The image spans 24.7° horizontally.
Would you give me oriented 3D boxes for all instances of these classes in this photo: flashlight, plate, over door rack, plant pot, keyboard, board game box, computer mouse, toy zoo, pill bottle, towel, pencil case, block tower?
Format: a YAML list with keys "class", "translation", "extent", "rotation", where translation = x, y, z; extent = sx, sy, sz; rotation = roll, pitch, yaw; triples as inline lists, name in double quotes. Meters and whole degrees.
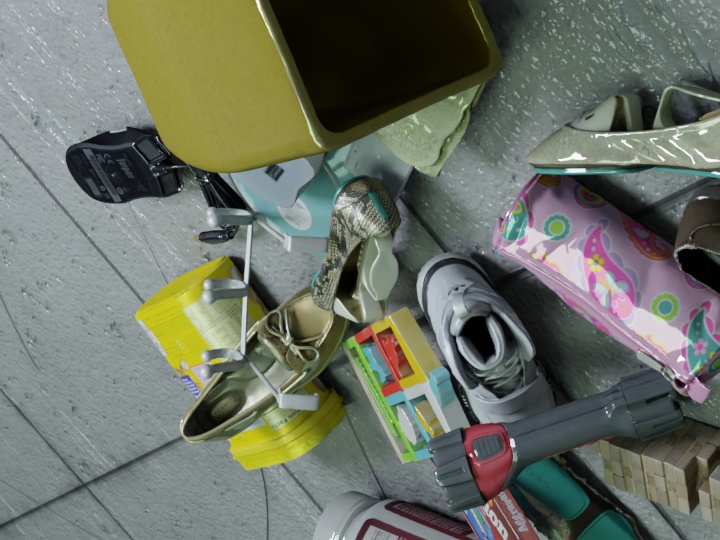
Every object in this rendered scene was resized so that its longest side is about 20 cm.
- class: "flashlight"
  translation: [0.156, 0.133, 1.304]
  extent: [0.200, 0.068, 0.068]
  rotation: [-19, 110, 8]
- class: "plate"
  translation: [-0.059, -0.081, 1.444]
  extent: [0.200, 0.026, 0.200]
  rotation: [28, 143, 24]
- class: "over door rack"
  translation: [-0.096, 0.027, 1.423]
  extent: [0.200, 0.067, 0.148]
  rotation: [-159, 70, -63]
- class: "plant pot"
  translation: [-0.062, -0.174, 1.132]
  extent: [0.200, 0.194, 0.196]
  rotation: [-17, 99, 47]
- class: "keyboard"
  translation: [0.033, -0.127, 1.293]
  extent: [0.056, 0.011, 0.200]
  rotation: [34, 142, 7]
- class: "board game box"
  translation: [0.098, 0.187, 1.482]
  extent: [0.200, 0.019, 0.103]
  rotation: [58, 160, 27]
- class: "computer mouse"
  translation: [-0.188, -0.084, 1.573]
  extent: [0.200, 0.046, 0.141]
  rotation: [-7, 124, 46]
- class: "toy zoo"
  translation: [0.044, 0.104, 1.457]
  extent: [0.131, 0.020, 0.200]
  rotation: [63, 162, 3]
- class: "pill bottle"
  translation: [0.055, 0.297, 1.645]
  extent: [0.200, 0.114, 0.114]
  rotation: [17, 138, 38]
- class: "towel"
  translation: [0.009, -0.172, 1.236]
  extent: [0.200, 0.036, 0.148]
  rotation: [43, 143, 15]
- class: "pencil case"
  translation: [0.192, 0.009, 1.205]
  extent: [0.200, 0.087, 0.087]
  rotation: [39, 147, 13]
- class: "block tower"
  translation: [0.281, 0.163, 1.300]
  extent: [0.200, 0.054, 0.058]
  rotation: [19, 138, 36]

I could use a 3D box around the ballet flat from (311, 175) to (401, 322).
- class: "ballet flat"
  translation: [0.000, 0.000, 1.393]
  extent: [0.075, 0.068, 0.200]
  rotation: [57, 157, 23]

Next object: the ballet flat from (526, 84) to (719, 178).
- class: "ballet flat"
  translation: [0.200, -0.095, 1.119]
  extent: [0.200, 0.067, 0.062]
  rotation: [5, 102, 41]

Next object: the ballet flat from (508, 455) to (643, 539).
- class: "ballet flat"
  translation: [0.194, 0.222, 1.467]
  extent: [0.200, 0.076, 0.064]
  rotation: [51, 178, -1]

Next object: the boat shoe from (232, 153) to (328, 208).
- class: "boat shoe"
  translation: [-0.060, -0.106, 1.339]
  extent: [0.074, 0.068, 0.199]
  rotation: [37, 165, -3]

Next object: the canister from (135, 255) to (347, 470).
- class: "canister"
  translation: [-0.123, 0.093, 1.651]
  extent: [0.200, 0.087, 0.148]
  rotation: [54, 146, -10]

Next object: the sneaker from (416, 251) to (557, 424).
- class: "sneaker"
  translation: [0.112, 0.085, 1.343]
  extent: [0.200, 0.075, 0.115]
  rotation: [61, -177, -16]

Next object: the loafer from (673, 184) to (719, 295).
- class: "loafer"
  translation: [0.293, 0.027, 1.122]
  extent: [0.200, 0.071, 0.073]
  rotation: [36, 146, 14]

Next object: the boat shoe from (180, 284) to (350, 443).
- class: "boat shoe"
  translation: [-0.090, 0.090, 1.539]
  extent: [0.201, 0.063, 0.073]
  rotation: [-41, 83, 18]
